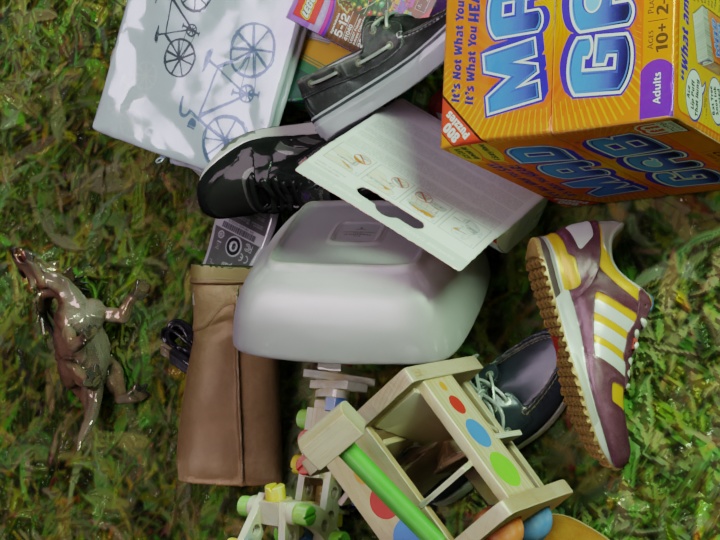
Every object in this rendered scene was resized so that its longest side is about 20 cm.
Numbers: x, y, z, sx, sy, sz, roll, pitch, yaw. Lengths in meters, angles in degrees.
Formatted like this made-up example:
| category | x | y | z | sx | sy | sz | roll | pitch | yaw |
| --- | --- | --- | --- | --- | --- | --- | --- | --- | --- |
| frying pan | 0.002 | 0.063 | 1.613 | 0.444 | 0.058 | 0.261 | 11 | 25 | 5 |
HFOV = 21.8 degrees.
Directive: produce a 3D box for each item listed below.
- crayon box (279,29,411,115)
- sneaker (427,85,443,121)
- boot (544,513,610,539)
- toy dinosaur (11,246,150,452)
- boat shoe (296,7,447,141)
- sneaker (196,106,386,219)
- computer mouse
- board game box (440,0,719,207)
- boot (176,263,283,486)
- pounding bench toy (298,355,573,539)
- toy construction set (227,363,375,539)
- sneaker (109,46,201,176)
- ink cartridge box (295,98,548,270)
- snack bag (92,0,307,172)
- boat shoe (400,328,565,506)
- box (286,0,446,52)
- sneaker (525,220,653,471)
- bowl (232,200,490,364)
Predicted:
| category | x | y | z | sx | sy | sz | roll | pitch | yaw |
| --- | --- | --- | --- | --- | --- | --- | --- | --- | --- |
| crayon box | -0.009 | -0.251 | 1.737 | 0.119 | 0.058 | 0.200 | -3 | 78 | 36 |
| sneaker | 0.099 | -0.188 | 1.617 | 0.115 | 0.078 | 0.200 | -10 | 85 | 36 |
| boot | 0.167 | 0.256 | 1.434 | 0.071 | 0.144 | 0.201 | -51 | 55 | 14 |
| toy dinosaur | -0.279 | 0.073 | 1.850 | 0.135 | 0.086 | 0.200 | 1 | 96 | 47 |
| boat shoe | 0.023 | -0.184 | 1.573 | 0.200 | 0.072 | 0.071 | -32 | 94 | 27 |
| sneaker | -0.054 | -0.084 | 1.667 | 0.200 | 0.076 | 0.088 | -19 | 35 | 8 |
| computer mouse | -0.117 | 0.012 | 1.766 | 0.110 | 0.044 | 0.200 | 28 | 99 | 35 |
| board game box | 0.202 | -0.178 | 1.474 | 0.200 | 0.200 | 0.200 | -5 | 75 | 35 |
| boot | -0.079 | 0.095 | 1.703 | 0.175 | 0.066 | 0.200 | 2 | 93 | 13 |
| pounding bench toy | 0.049 | 0.172 | 1.444 | 0.124 | 0.200 | 0.156 | -43 | 72 | 23 |
| toy construction set | -0.041 | 0.164 | 1.617 | 0.092 | 0.131 | 0.200 | 20 | 91 | 37 |
| sneaker | -0.152 | -0.156 | 1.817 | 0.200 | 0.080 | 0.071 | 47 | 119 | 12 |
| ink cartridge box | 0.051 | -0.060 | 1.534 | 0.160 | 0.200 | 0.047 | 32 | 123 | 13 |
| snack bag | -0.154 | -0.188 | 1.757 | 0.200 | 0.021 | 0.189 | 19 | 99 | 24 |
| boat shoe | 0.103 | 0.119 | 1.565 | 0.200 | 0.062 | 0.075 | -43 | 56 | 20 |
| box | 0.033 | -0.284 | 1.643 | 0.137 | 0.039 | 0.200 | 30 | 101 | 28 |
| sneaker | 0.201 | 0.058 | 1.501 | 0.090 | 0.075 | 0.200 | -16 | 90 | -7 |
| bowl | 0.000 | 0.000 | 1.563 | 0.200 | 0.200 | 0.075 | 1 | 115 | 16 |
